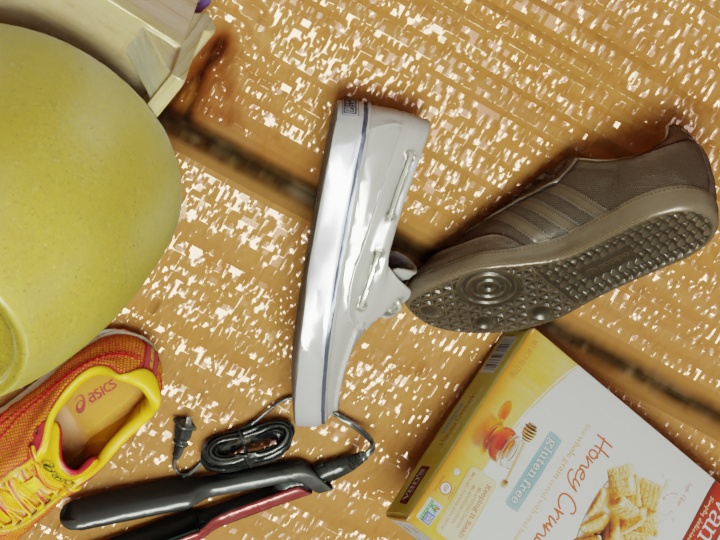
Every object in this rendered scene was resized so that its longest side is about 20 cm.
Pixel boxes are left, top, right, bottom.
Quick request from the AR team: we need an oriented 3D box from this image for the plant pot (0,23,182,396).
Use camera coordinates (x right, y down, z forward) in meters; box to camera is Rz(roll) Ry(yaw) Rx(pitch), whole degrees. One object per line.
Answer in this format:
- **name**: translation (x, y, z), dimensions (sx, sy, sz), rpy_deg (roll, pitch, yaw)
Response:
- **plant pot**: translation (-0.209, -0.012, 1.136), dimensions (0.199, 0.142, 0.200), rpy_deg (6, 132, 7)

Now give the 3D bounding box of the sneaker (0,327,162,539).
- **sneaker**: translation (-0.199, 0.114, 1.258), dimensions (0.073, 0.077, 0.200), rpy_deg (39, 104, -19)

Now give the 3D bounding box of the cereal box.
- **cereal box**: translation (0.132, 0.150, 1.296), dimensions (0.200, 0.040, 0.144), rpy_deg (38, 75, -17)

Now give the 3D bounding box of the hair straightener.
- **hair straightener**: translation (-0.090, 0.125, 1.291), dimensions (0.199, 0.041, 0.077), rpy_deg (-16, 112, 0)

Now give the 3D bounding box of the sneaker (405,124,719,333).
- **sneaker**: translation (0.119, -0.023, 1.250), dimensions (0.199, 0.076, 0.070), rpy_deg (-18, 139, 23)

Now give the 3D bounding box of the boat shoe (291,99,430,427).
- **boat shoe**: translation (0.000, 0.000, 1.242), dimensions (0.065, 0.072, 0.201), rpy_deg (9, 101, -4)

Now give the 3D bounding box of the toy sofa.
- **toy sofa**: translation (-0.185, -0.157, 1.163), dimensions (0.200, 0.098, 0.083), rpy_deg (32, 129, -16)
